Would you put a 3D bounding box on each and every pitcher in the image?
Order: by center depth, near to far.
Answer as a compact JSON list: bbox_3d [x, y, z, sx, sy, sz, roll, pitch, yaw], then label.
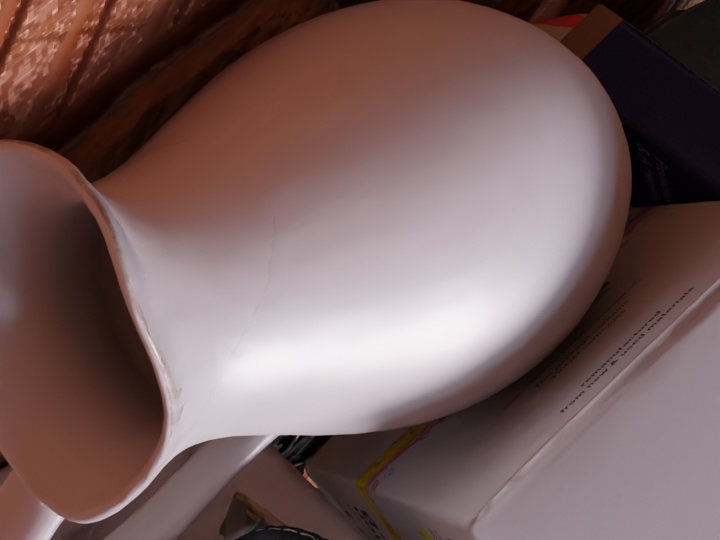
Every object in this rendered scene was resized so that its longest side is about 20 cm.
[{"bbox_3d":[-0.022,0.012,0.596,0.200,0.121,0.172,-24,146,-41],"label":"pitcher"}]

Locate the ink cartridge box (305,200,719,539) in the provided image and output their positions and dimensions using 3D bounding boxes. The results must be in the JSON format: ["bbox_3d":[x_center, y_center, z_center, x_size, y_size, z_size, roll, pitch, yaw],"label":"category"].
[{"bbox_3d":[0.097,0.076,0.669,0.145,0.145,0.200,-42,-171,-10],"label":"ink cartridge box"}]

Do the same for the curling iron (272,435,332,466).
[{"bbox_3d":[0.000,0.000,0.783,0.049,0.026,0.200,8,126,-26],"label":"curling iron"}]

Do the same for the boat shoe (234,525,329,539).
[{"bbox_3d":[0.018,0.145,0.635,0.075,0.200,0.060,-27,-156,17],"label":"boat shoe"}]

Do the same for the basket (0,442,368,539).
[{"bbox_3d":[-0.096,0.150,0.682,0.200,0.136,0.124,-33,159,-44],"label":"basket"}]

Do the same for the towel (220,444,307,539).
[{"bbox_3d":[-0.095,0.148,0.879,0.200,0.023,0.153,-42,161,-24],"label":"towel"}]

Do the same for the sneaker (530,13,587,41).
[{"bbox_3d":[0.055,-0.018,0.815,0.093,0.070,0.200,-25,149,-43],"label":"sneaker"}]

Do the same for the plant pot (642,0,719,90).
[{"bbox_3d":[0.179,-0.016,0.870,0.196,0.200,0.196,-28,174,-39],"label":"plant pot"}]

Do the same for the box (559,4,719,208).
[{"bbox_3d":[0.150,0.003,0.692,0.032,0.200,0.121,-44,149,-9],"label":"box"}]

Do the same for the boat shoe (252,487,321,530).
[{"bbox_3d":[0.046,0.120,0.935,0.199,0.066,0.075,-10,144,-36],"label":"boat shoe"}]
